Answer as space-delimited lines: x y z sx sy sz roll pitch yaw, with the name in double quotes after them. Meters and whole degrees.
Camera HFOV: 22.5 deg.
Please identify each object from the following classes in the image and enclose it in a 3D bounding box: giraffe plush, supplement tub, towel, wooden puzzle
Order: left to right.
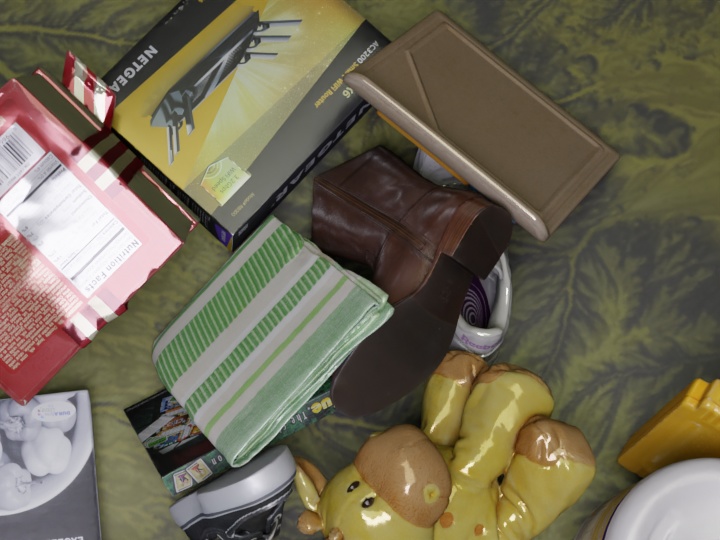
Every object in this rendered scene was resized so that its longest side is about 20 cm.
-0.070 0.044 1.273 0.153 0.200 0.023 -46 121 -4 "towel"
0.039 0.157 1.243 0.162 0.172 0.201 7 97 -42 "giraffe plush"
0.091 -0.107 1.348 0.185 0.200 0.037 40 120 5 "wooden puzzle"
0.218 0.211 1.233 0.145 0.200 0.146 1 76 -4 "supplement tub"

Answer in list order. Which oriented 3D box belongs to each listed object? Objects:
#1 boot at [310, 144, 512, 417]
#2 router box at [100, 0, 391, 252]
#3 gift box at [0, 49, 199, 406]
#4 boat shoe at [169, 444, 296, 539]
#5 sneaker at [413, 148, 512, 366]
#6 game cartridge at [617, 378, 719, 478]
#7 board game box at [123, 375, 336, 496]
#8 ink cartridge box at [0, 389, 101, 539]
0.000 0.000 1.313 0.186 0.200 0.064 -49 126 -8 "boot"
-0.089 -0.140 1.389 0.157 0.052 0.200 41 76 6 "router box"
-0.231 -0.044 1.266 0.184 0.187 0.200 -40 96 2 "gift box"
-0.079 0.164 1.239 0.069 0.200 0.057 -30 88 -21 "boat shoe"
0.086 -0.028 1.350 0.075 0.100 0.201 -3 75 -9 "sneaker"
0.290 0.158 1.266 0.200 0.176 0.032 31 68 3 "game cartridge"
-0.066 0.086 1.313 0.200 0.105 0.024 -26 119 -10 "board game box"
-0.283 0.194 1.291 0.198 0.043 0.201 -6 77 -7 "ink cartridge box"
